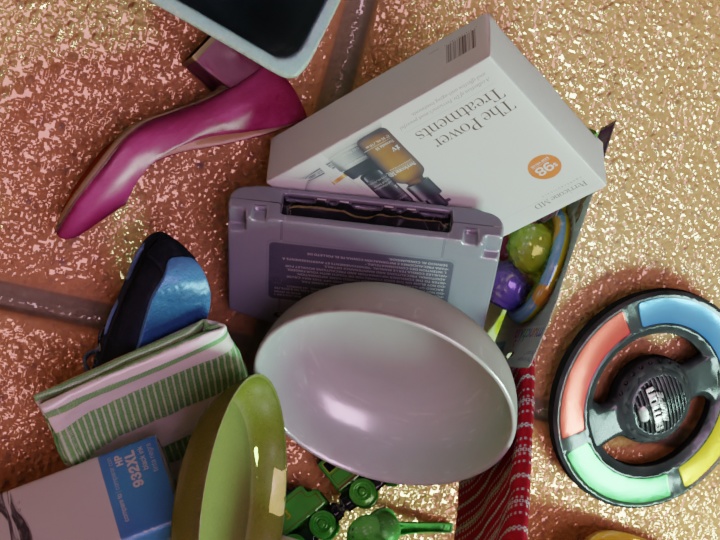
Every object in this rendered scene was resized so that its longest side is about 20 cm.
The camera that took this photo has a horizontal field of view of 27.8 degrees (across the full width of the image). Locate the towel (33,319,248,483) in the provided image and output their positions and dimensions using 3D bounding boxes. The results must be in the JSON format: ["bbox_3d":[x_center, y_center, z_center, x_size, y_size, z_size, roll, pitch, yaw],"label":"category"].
[{"bbox_3d":[-0.144,0.128,1.082,0.152,0.023,0.200,-25,138,-11],"label":"towel"}]

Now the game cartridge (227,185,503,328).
[{"bbox_3d":[0.000,0.000,1.087,0.199,0.041,0.133,7,137,0],"label":"game cartridge"}]

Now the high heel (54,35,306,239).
[{"bbox_3d":[-0.129,-0.079,1.056,0.096,0.067,0.200,43,82,-14],"label":"high heel"}]

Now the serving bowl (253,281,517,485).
[{"bbox_3d":[0.024,0.075,1.086,0.200,0.200,0.066,44,43,-25],"label":"serving bowl"}]

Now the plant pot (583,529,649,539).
[{"bbox_3d":[0.229,0.360,1.259,0.200,0.200,0.184,23,110,-25],"label":"plant pot"}]

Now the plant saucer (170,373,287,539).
[{"bbox_3d":[-0.094,0.172,1.032,0.031,0.200,0.201,4,105,13],"label":"plant saucer"}]

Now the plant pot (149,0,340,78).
[{"bbox_3d":[-0.108,-0.265,0.946,0.195,0.200,0.197,27,93,-26],"label":"plant pot"}]

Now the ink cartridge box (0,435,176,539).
[{"bbox_3d":[-0.216,0.223,1.053,0.199,0.084,0.145,-20,139,-8],"label":"ink cartridge box"}]

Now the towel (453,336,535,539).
[{"bbox_3d":[0.100,0.167,1.125,0.022,0.201,0.145,15,141,-9],"label":"towel"}]

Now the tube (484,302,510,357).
[{"bbox_3d":[0.088,-0.002,1.177,0.058,0.052,0.201,-5,112,12],"label":"tube"}]

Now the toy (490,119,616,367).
[{"bbox_3d":[0.133,-0.024,1.137,0.047,0.115,0.201,25,81,-8],"label":"toy"}]

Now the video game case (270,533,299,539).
[{"bbox_3d":[-0.042,0.301,1.055,0.023,0.181,0.201,49,60,-44],"label":"video game case"}]

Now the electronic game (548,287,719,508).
[{"bbox_3d":[0.255,0.113,1.275,0.199,0.042,0.201,-6,106,-20],"label":"electronic game"}]

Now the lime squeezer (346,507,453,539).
[{"bbox_3d":[0.028,0.210,1.162,0.070,0.200,0.038,-6,87,10],"label":"lime squeezer"}]

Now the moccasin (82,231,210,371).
[{"bbox_3d":[-0.158,0.060,1.080,0.080,0.068,0.200,7,125,-36],"label":"moccasin"}]

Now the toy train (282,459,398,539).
[{"bbox_3d":[0.000,0.162,1.180,0.200,0.042,0.056,-39,76,-6],"label":"toy train"}]

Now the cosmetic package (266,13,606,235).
[{"bbox_3d":[0.055,-0.079,1.058,0.200,0.052,0.151,-27,132,29],"label":"cosmetic package"}]
